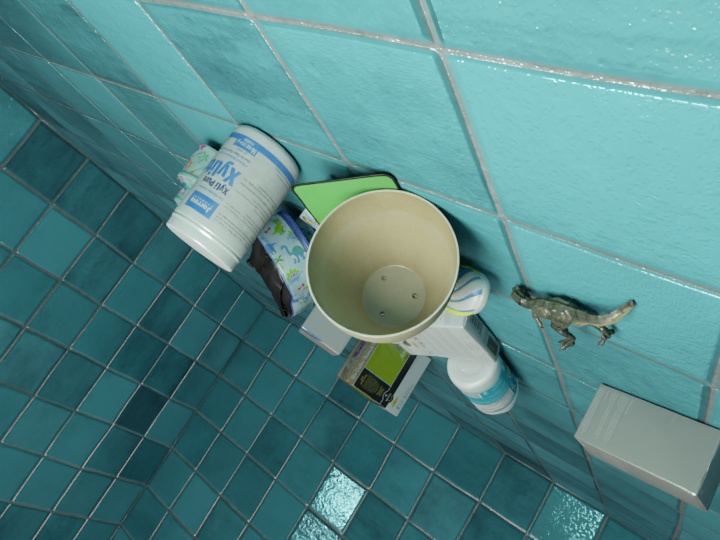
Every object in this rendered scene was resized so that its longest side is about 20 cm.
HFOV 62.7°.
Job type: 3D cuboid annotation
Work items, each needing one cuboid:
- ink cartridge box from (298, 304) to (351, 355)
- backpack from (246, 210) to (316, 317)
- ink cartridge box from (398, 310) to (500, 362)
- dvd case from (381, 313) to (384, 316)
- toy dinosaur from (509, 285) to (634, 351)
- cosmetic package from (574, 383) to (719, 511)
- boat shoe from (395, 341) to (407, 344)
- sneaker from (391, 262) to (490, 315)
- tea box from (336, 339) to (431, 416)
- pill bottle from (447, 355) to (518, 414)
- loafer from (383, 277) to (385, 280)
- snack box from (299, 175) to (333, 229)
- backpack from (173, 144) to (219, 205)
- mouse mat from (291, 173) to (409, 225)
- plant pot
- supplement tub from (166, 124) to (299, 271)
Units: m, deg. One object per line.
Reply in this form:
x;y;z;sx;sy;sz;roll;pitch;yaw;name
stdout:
-0.096;0.167;1.863;0.146;0.146;0.200;35;168;-3;ink cartridge box
-0.140;-0.025;1.201;0.184;0.146;0.200;53;165;13;backpack
0.150;0.121;1.150;0.197;0.058;0.162;4;153;39;ink cartridge box
0.090;0.066;1.052;0.200;0.146;0.016;148;104;-77;dvd case
0.274;0.064;0.761;0.088;0.048;0.199;48;160;-25;toy dinosaur
0.453;0.271;0.923;0.199;0.108;0.090;23;164;48;cosmetic package
0.076;0.149;1.531;0.060;0.073;0.201;39;173;-30;boat shoe
0.101;0.019;0.892;0.103;0.077;0.199;11;180;-30;sneaker
0.067;0.291;1.776;0.196;0.202;0.133;38;168;-12;tea box
0.267;0.233;1.249;0.110;0.112;0.200;22;163;42;pill bottle
0.058;0.003;1.046;0.068;0.077;0.200;-16;156;15;loafer
-0.035;-0.089;0.998;0.115;0.037;0.200;35;167;-8;snack box
-0.278;-0.151;1.173;0.176;0.152;0.200;36;163;-5;backpack
0.007;-0.074;0.866;0.158;0.008;0.200;-2;149;25;mouse mat
0.036;0.012;0.804;0.198;0.202;0.135;29;165;20;plant pot
-0.201;-0.116;0.948;0.131;0.202;0.132;31;167;8;supplement tub
